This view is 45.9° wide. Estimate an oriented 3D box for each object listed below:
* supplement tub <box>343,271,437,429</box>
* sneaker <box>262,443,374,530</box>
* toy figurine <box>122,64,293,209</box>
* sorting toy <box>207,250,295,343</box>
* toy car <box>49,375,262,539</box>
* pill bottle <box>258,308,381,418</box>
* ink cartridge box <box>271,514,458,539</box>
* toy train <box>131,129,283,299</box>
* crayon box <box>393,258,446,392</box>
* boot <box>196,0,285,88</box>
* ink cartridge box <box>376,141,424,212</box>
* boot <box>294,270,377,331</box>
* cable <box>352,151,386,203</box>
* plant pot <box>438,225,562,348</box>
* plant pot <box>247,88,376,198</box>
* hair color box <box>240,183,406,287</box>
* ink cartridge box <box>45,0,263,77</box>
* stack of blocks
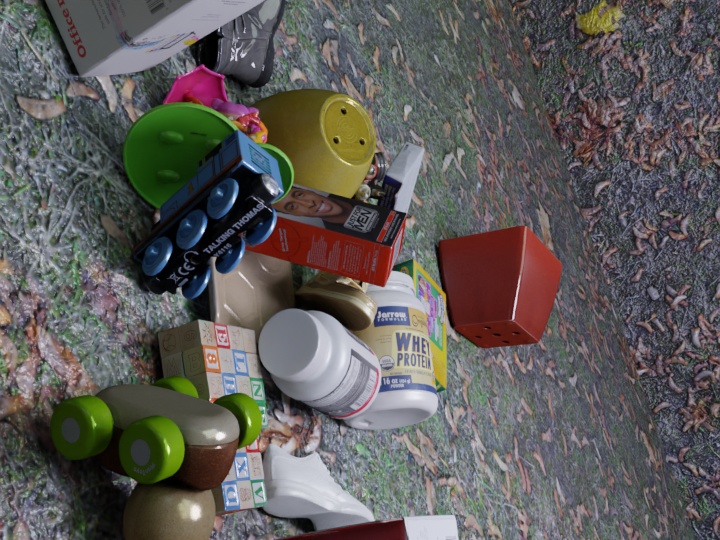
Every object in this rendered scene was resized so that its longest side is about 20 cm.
[{"bbox_3d":[0.032,0.117,1.242,0.144,0.142,0.204,26,50,-53],"label":"supplement tub"},{"bbox_3d":[-0.051,0.276,1.078,0.199,0.074,0.090,40,28,-43],"label":"sneaker"},{"bbox_3d":[-0.176,-0.177,1.043,0.186,0.195,0.152,-93,-167,-50],"label":"toy figurine"},{"bbox_3d":[-0.146,0.007,1.112,0.199,0.036,0.189,29,48,-58],"label":"sorting toy"},{"bbox_3d":[-0.197,0.220,0.812,0.164,0.155,0.205,-2,101,-65],"label":"toy car"},{"bbox_3d":[-0.052,0.116,1.079,0.200,0.108,0.113,46,33,-62],"label":"pill bottle"},{"bbox_3d":[-0.008,0.337,0.969,0.175,0.197,0.086,23,53,-54],"label":"ink cartridge box"},{"bbox_3d":[-0.169,-0.056,0.944,0.086,0.199,0.116,35,28,-38],"label":"toy train"},{"bbox_3d":[0.097,0.098,1.466,0.119,0.057,0.203,45,37,-40],"label":"crayon box"},{"bbox_3d":[-0.171,-0.371,1.214,0.131,0.068,0.205,6,85,-60],"label":"boot"},{"bbox_3d":[0.044,-0.081,1.377,0.201,0.040,0.203,-61,167,-58],"label":"ink cartridge box"},{"bbox_3d":[0.000,0.000,1.153,0.073,0.199,0.156,45,74,-17],"label":"boot"},{"bbox_3d":[-0.004,-0.140,1.337,0.049,0.200,0.100,4,98,-18],"label":"cable"},{"bbox_3d":[0.278,0.047,1.703,0.199,0.197,0.180,34,55,-48],"label":"plant pot"},{"bbox_3d":[-0.058,-0.174,1.204,0.197,0.141,0.205,14,68,-39],"label":"plant pot"},{"bbox_3d":[-0.047,-0.051,1.083,0.102,0.196,0.062,-63,165,-58],"label":"hair color box"},{"bbox_3d":[-0.242,-0.334,0.971,0.150,0.197,0.144,66,26,-5],"label":"ink cartridge box"},{"bbox_3d":[-0.156,0.166,0.948,0.115,0.058,0.204,22,54,-63],"label":"stack of blocks"}]
